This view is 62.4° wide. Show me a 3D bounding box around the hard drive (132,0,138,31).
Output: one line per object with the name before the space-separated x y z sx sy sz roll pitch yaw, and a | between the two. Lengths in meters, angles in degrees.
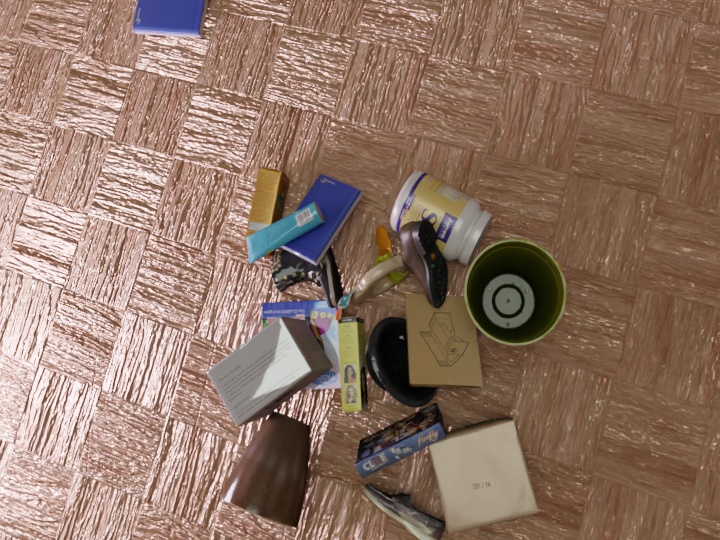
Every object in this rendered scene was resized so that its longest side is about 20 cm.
hard drive | -0.505 -0.696 1.586 0.193 0.025 0.137 8 84 12

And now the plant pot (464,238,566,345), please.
plant pot | 0.314 0.055 1.240 0.193 0.193 0.208 -2 81 10

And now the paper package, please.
paper package | 0.252 0.424 1.247 0.194 0.103 0.197 -16 79 9

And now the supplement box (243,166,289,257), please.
supplement box | -0.227 -0.140 1.440 0.066 0.067 0.208 7 84 12

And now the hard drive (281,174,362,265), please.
hard drive | -0.098 -0.123 1.391 0.129 0.025 0.203 24 73 31

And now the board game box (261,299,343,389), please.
board game box | -0.135 0.175 1.388 0.193 0.041 0.207 -4 81 11

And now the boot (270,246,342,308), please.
boot | -0.127 0.015 1.384 0.146 0.073 0.205 -21 65 9

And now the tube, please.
tube | -0.178 -0.089 1.363 0.195 0.051 0.079 -26 48 10

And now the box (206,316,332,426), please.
box | -0.187 0.211 1.270 0.196 0.200 0.133 -35 79 5

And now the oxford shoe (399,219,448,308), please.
oxford shoe | 0.136 -0.014 1.280 0.083 0.072 0.206 1 117 44

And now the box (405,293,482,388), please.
box | 0.178 0.150 1.288 0.157 0.021 0.206 3 63 -7

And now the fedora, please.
fedora | 0.079 0.208 1.304 0.091 0.196 0.206 -34 73 48

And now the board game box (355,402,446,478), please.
board game box | 0.086 0.360 1.270 0.196 0.136 0.035 -28 93 5

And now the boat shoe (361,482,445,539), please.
boat shoe | 0.094 0.515 1.285 0.197 0.072 0.066 31 76 16

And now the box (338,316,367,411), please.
box | -0.017 0.211 1.345 0.048 0.075 0.208 -5 82 12

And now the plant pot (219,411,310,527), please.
plant pot | -0.187 0.425 1.306 0.181 0.188 0.206 16 72 12

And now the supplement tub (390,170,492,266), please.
supplement tub | 0.179 -0.114 1.315 0.196 0.145 0.148 29 88 14

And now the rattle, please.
rattle | 0.000 0.000 1.336 0.196 0.130 0.146 -29 87 -5
